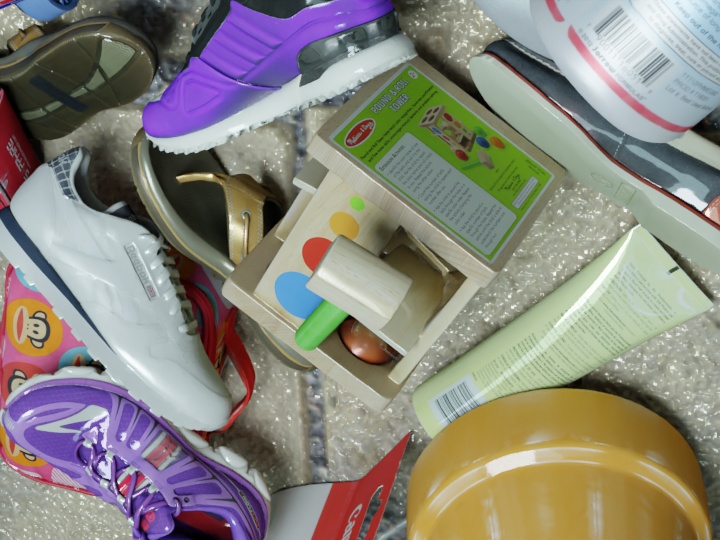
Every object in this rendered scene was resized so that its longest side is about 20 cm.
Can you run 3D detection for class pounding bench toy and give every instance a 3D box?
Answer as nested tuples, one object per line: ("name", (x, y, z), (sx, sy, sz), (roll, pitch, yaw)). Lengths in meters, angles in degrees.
("pounding bench toy", (0.000, 0.000, 0.812), (0.124, 0.200, 0.156), (38, 130, 2))

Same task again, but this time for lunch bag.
("lunch bag", (-0.162, 0.069, 0.988), (0.176, 0.082, 0.200), (14, 119, 5))

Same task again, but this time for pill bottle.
("pill bottle", (0.185, -0.159, 0.662), (0.109, 0.109, 0.200), (45, 120, -8))

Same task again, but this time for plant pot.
("plant pot", (0.128, 0.208, 0.877), (0.200, 0.183, 0.200), (1, 126, 2))

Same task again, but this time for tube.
("tube", (0.124, 0.049, 0.905), (0.200, 0.058, 0.052), (-36, 63, 27))

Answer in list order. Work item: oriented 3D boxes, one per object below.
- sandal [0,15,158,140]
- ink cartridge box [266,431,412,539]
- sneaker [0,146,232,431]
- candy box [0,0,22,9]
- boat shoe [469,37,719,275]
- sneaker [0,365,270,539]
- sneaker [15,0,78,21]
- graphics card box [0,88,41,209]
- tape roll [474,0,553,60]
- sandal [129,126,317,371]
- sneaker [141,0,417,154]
("sandal", (-0.199, -0.132, 0.896), (0.200, 0.055, 0.082), (-14, 143, 44))
("ink cartridge box", (-0.054, 0.202, 0.971), (0.050, 0.161, 0.200), (35, 121, -7))
("sneaker", (-0.143, 0.015, 0.880), (0.080, 0.076, 0.200), (-43, 90, 0))
("candy box", (-0.235, -0.246, 0.780), (0.169, 0.077, 0.200), (-18, 98, 13))
("boat shoe", (0.155, -0.078, 0.818), (0.200, 0.071, 0.063), (36, 82, 5))
("sneaker", (-0.145, 0.134, 0.926), (0.200, 0.083, 0.081), (30, 116, -14))
("sneaker", (-0.253, -0.233, 0.866), (0.078, 0.070, 0.200), (-28, 98, 29))
("graphics card box", (-0.317, -0.102, 0.925), (0.200, 0.051, 0.125), (18, 161, 8))
("tape roll", (0.143, -0.211, 0.750), (0.200, 0.066, 0.200), (8, 119, 14))
("sandal", (-0.071, -0.021, 0.909), (0.054, 0.080, 0.200), (-27, 110, 30))
("sneaker", (-0.062, -0.136, 0.805), (0.200, 0.070, 0.100), (-15, 104, 40))
